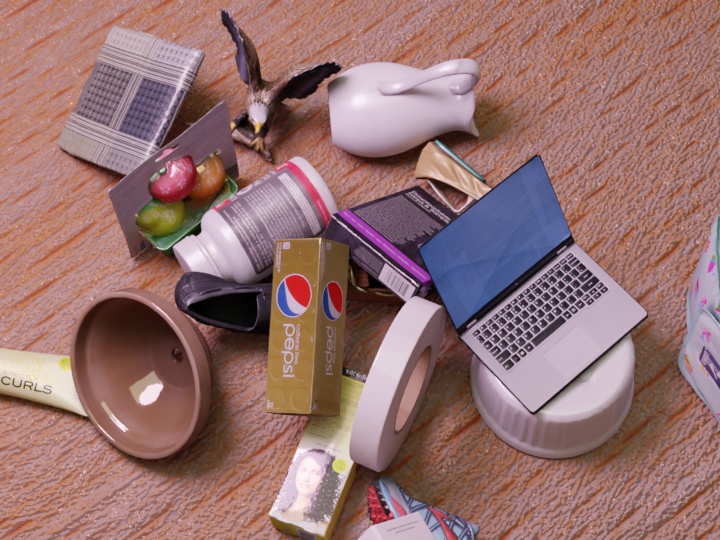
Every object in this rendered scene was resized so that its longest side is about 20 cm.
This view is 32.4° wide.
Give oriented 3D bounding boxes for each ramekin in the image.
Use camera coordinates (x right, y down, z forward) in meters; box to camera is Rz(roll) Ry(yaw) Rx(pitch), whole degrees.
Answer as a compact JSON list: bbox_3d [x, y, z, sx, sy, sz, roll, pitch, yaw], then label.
[{"bbox_3d":[0.229,0.110,1.462,0.198,0.098,0.203,-2,63,3],"label":"ramekin"}]

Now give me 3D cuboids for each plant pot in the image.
[{"bbox_3d":[-0.241,0.113,1.471,0.200,0.202,0.092,35,30,20],"label":"plant pot"}]

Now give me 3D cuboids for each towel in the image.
[{"bbox_3d":[-0.306,-0.224,1.650,0.199,0.034,0.194,23,87,40],"label":"towel"}]

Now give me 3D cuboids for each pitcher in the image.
[{"bbox_3d":[0.057,-0.223,1.604,0.197,0.172,0.123,-6,71,0],"label":"pitcher"}]

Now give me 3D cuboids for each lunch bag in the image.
[{"bbox_3d":[0.439,0.065,1.430,0.120,0.171,0.202,7,60,6],"label":"lunch bag"}]

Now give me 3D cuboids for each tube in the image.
[{"bbox_3d":[-0.418,0.126,1.527,0.197,0.052,0.059,10,104,4],"label":"tube"}]

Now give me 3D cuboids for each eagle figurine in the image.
[{"bbox_3d":[-0.123,-0.238,1.603,0.150,0.201,0.151,-10,51,-36],"label":"eagle figurine"}]

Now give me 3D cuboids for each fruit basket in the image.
[{"bbox_3d":[-0.233,-0.113,1.551,0.185,0.201,0.094,-41,68,-16],"label":"fruit basket"}]

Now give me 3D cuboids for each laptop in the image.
[{"bbox_3d":[0.197,0.015,1.394,0.187,0.116,0.200,-37,66,-14],"label":"laptop"}]

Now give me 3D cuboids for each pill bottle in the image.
[{"bbox_3d":[-0.131,-0.048,1.560,0.199,0.111,0.111,-33,65,-13],"label":"pill bottle"}]

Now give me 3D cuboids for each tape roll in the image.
[{"bbox_3d":[0.044,0.129,1.408,0.037,0.203,0.204,20,66,14],"label":"tape roll"}]

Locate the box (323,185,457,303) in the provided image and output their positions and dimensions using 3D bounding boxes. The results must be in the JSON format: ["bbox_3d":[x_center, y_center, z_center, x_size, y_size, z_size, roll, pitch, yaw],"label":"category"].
[{"bbox_3d":[0.066,-0.035,1.522,0.143,0.036,0.199,39,34,21],"label":"box"}]

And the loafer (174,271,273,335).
[{"bbox_3d":[-0.128,0.050,1.499,0.198,0.069,0.071,11,23,-22],"label":"loafer"}]

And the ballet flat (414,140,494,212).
[{"bbox_3d":[0.156,-0.091,1.597,0.199,0.069,0.063,36,97,16],"label":"ballet flat"}]

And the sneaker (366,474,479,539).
[{"bbox_3d":[0.086,0.308,1.396,0.095,0.080,0.201,-27,67,-29],"label":"sneaker"}]

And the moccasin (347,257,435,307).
[{"bbox_3d":[0.000,0.001,1.518,0.199,0.078,0.074,17,60,-6],"label":"moccasin"}]

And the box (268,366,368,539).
[{"bbox_3d":[-0.035,0.215,1.453,0.074,0.050,0.202,17,64,12],"label":"box"}]

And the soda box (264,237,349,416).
[{"bbox_3d":[-0.061,0.067,1.434,0.067,0.064,0.203,-1,82,32],"label":"soda box"}]

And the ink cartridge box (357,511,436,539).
[{"bbox_3d":[0.049,0.382,1.299,0.084,0.145,0.201,-4,53,-48],"label":"ink cartridge box"}]
